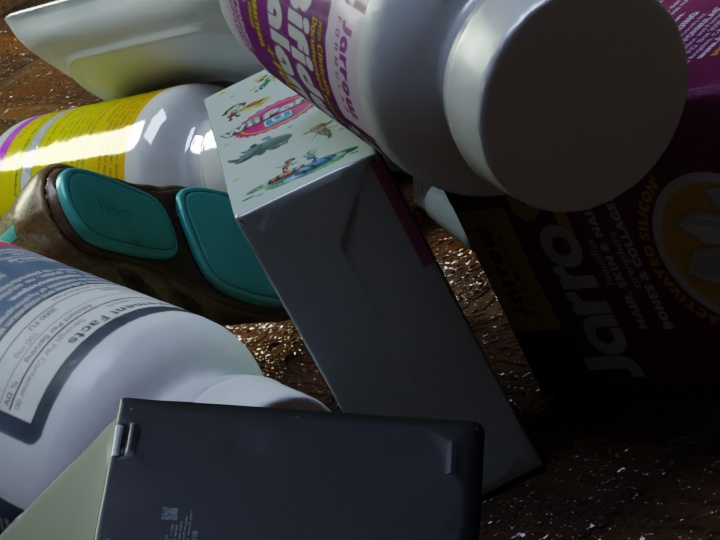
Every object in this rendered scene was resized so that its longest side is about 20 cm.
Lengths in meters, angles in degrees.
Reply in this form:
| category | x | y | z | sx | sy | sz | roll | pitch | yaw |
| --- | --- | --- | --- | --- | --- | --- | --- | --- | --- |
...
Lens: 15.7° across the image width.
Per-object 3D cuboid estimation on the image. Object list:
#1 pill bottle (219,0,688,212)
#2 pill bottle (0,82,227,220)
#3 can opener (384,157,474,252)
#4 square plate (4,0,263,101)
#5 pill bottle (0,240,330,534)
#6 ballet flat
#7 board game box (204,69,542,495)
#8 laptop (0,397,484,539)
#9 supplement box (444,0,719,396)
| category | x | y | z | sx | sy | sz | roll | pitch | yaw |
| --- | --- | --- | --- | --- | --- | --- | --- | --- | --- |
| pill bottle | 0.032 | -0.093 | 0.955 | 0.112 | 0.112 | 0.200 | -31 | 32 | -13 |
| pill bottle | -0.113 | -0.046 | 1.430 | 0.200 | 0.104 | 0.104 | -8 | 26 | 45 |
| can opener | 0.039 | -0.044 | 1.277 | 0.066 | 0.053 | 0.200 | 1 | 10 | -13 |
| square plate | -0.066 | -0.102 | 1.442 | 0.200 | 0.198 | 0.029 | -7 | 60 | 45 |
| pill bottle | -0.105 | 0.066 | 1.047 | 0.200 | 0.120 | 0.120 | 20 | 45 | 40 |
| ballet flat | -0.101 | -0.002 | 1.222 | 0.072 | 0.068 | 0.200 | -30 | -21 | 28 |
| board game box | 0.000 | 0.000 | 1.083 | 0.064 | 0.148 | 0.200 | -27 | 19 | 0 |
| laptop | -0.063 | 0.150 | 0.880 | 0.199 | 0.116 | 0.188 | 3 | 46 | 3 |
| supplement box | 0.143 | -0.034 | 1.008 | 0.200 | 0.131 | 0.103 | -7 | 28 | 48 |
